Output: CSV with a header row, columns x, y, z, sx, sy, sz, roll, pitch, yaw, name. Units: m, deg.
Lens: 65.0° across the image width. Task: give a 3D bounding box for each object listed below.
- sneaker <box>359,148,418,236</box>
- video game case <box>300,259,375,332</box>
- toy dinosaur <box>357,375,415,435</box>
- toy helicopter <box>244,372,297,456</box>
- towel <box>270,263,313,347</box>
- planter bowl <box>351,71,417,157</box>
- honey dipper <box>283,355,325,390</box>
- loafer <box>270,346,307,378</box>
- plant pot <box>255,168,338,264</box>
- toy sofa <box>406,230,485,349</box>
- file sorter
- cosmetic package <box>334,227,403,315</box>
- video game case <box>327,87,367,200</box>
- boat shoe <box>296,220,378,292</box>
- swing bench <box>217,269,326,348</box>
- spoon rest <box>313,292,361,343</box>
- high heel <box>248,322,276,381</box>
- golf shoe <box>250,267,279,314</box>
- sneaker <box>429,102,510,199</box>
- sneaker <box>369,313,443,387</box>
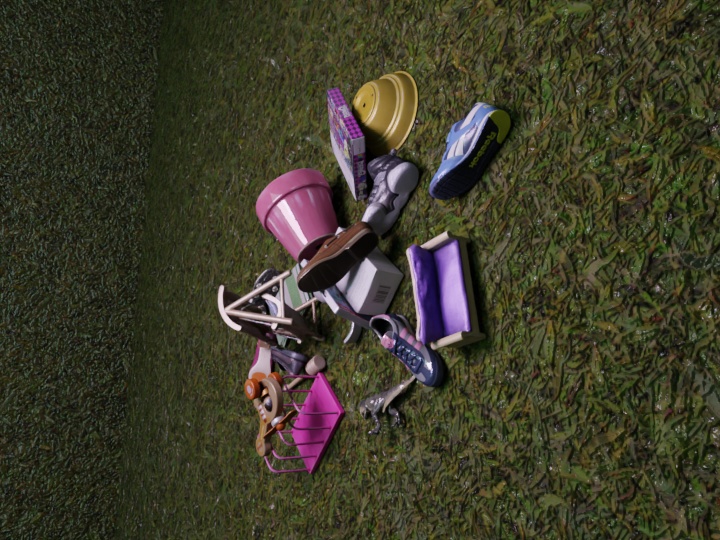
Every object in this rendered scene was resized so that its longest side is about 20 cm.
x,y,z,sx,sy,sz,roll,pitch,yaw,name
0.045,-0.171,1.251,0.201,0.075,0.114,-55,41,24,sneaker
-0.045,0.056,1.267,0.018,0.142,0.200,-51,42,11,video game case
0.050,0.286,1.166,0.200,0.047,0.089,-39,46,40,toy dinosaur
-0.207,0.344,1.297,0.132,0.078,0.203,29,117,43,toy helicopter
-0.196,0.095,1.579,0.201,0.023,0.154,-57,40,33,towel
0.036,-0.369,1.296,0.199,0.083,0.204,-19,67,52,planter bowl
-0.151,0.277,1.464,0.200,0.038,0.038,-46,48,43,honey dipper
-0.199,0.239,1.484,0.199,0.071,0.064,-6,65,64,loafer
-0.140,-0.121,1.417,0.200,0.198,0.180,-48,61,38,plant pot
0.154,0.036,1.025,0.083,0.097,0.203,-29,59,49,toy sofa
-0.153,0.369,1.365,0.139,0.124,0.202,50,123,47,file sorter
0.000,0.000,1.266,0.200,0.080,0.114,46,118,48,cosmetic package
-0.031,-0.299,1.340,0.182,0.035,0.201,85,166,-50,video game case
-0.054,-0.029,1.199,0.199,0.072,0.068,-33,43,-2,boat shoe
-0.215,0.108,1.385,0.197,0.199,0.132,-13,68,17,swing bench
-0.055,0.075,1.334,0.061,0.099,0.201,-47,60,26,spoon rest
-0.282,0.253,1.653,0.096,0.066,0.203,-79,-5,-70,high heel
-0.301,0.068,1.692,0.202,0.076,0.088,-63,31,23,golf shoe
0.194,-0.221,1.052,0.201,0.073,0.083,-53,41,24,sneaker
0.084,0.157,1.110,0.200,0.081,0.071,46,119,49,sneaker
